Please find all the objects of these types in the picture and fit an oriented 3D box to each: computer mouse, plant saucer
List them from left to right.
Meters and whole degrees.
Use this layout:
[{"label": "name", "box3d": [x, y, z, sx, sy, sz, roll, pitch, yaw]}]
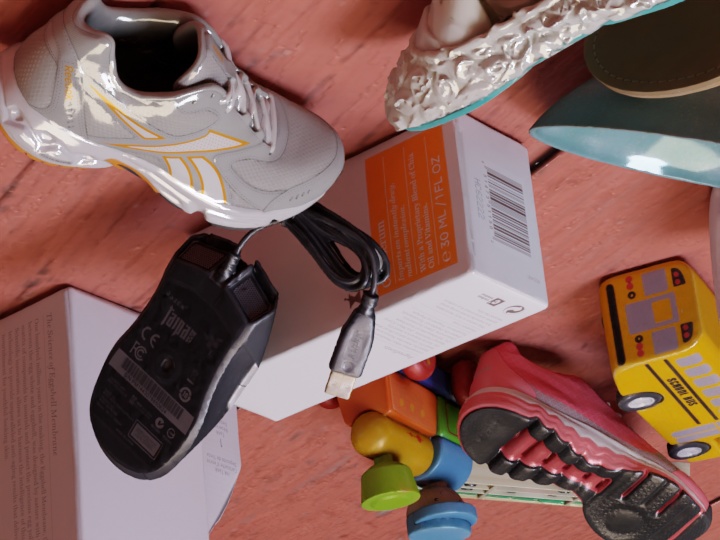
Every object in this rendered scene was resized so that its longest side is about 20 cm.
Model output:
[{"label": "computer mouse", "box3d": [-0.057, 0.040, 1.290, 0.046, 0.140, 0.201, -3, 124, -59]}, {"label": "plant saucer", "box3d": [0.187, -0.069, 1.231, 0.199, 0.036, 0.200, 11, 178, 0]}]

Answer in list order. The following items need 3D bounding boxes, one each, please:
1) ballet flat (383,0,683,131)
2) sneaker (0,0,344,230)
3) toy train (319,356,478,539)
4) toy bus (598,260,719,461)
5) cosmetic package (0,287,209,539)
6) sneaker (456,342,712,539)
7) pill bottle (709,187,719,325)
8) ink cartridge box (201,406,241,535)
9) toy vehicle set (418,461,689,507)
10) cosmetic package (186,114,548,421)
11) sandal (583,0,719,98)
[{"label": "ballet flat", "box3d": [0.080, -0.133, 1.125, 0.200, 0.072, 0.072, -25, 149, 31]}, {"label": "sneaker", "box3d": [-0.078, -0.080, 1.176, 0.199, 0.076, 0.092, 12, 145, -37]}, {"label": "toy train", "box3d": [0.010, 0.100, 1.527, 0.084, 0.116, 0.200, -20, 152, 26]}, {"label": "toy bus", "box3d": [0.211, 0.062, 1.558, 0.078, 0.065, 0.200, -17, 153, 19]}, {"label": "cosmetic package", "box3d": [-0.204, 0.146, 1.475, 0.200, 0.200, 0.123, -23, 150, 33]}, {"label": "sneaker", "box3d": [0.155, 0.110, 1.578, 0.200, 0.087, 0.074, 32, 131, -21]}, {"label": "pill bottle", "box3d": [0.306, -0.010, 1.365, 0.199, 0.115, 0.114, -6, 155, -1]}, {"label": "ink cartridge box", "box3d": [-0.146, 0.167, 1.533, 0.161, 0.201, 0.050, -23, 152, 33]}, {"label": "toy vehicle set", "box3d": [0.122, 0.145, 1.685, 0.199, 0.027, 0.124, 5, 170, -1]}, {"label": "cosmetic package", "box3d": [0.000, 0.000, 1.330, 0.200, 0.102, 0.071, -25, 148, 33]}, {"label": "sandal", "box3d": [0.214, -0.125, 1.140, 0.211, 0.078, 0.070, -27, 143, 28]}]
